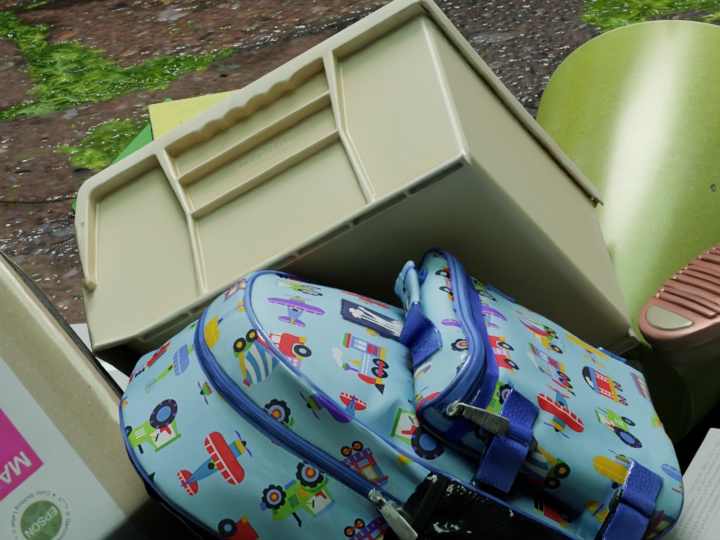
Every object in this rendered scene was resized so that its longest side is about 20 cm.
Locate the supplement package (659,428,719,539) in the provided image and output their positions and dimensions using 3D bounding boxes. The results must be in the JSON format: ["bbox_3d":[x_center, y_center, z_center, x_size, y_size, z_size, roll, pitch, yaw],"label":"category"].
[{"bbox_3d":[0.219,0.155,0.815,0.199,0.122,0.120,6,30,26],"label":"supplement package"}]

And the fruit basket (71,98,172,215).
[{"bbox_3d":[-0.045,-0.022,1.232,0.214,0.156,0.216,-19,32,12],"label":"fruit basket"}]

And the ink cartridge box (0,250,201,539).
[{"bbox_3d":[-0.189,0.109,0.900,0.200,0.075,0.165,-42,66,-4],"label":"ink cartridge box"}]

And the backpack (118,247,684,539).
[{"bbox_3d":[0.010,0.067,0.826,0.199,0.135,0.183,31,16,-7],"label":"backpack"}]

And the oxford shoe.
[{"bbox_3d":[0.225,0.016,1.004,0.199,0.074,0.071,-20,25,-22],"label":"oxford shoe"}]

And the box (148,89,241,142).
[{"bbox_3d":[-0.062,0.006,1.097,0.075,0.201,0.050,-11,27,-5],"label":"box"}]

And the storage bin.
[{"bbox_3d":[0.000,0.000,0.957,0.198,0.200,0.094,-27,55,17],"label":"storage bin"}]

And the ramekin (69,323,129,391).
[{"bbox_3d":[-0.150,0.108,1.031,0.199,0.098,0.201,-6,26,3],"label":"ramekin"}]

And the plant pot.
[{"bbox_3d":[0.159,-0.001,1.112,0.186,0.188,0.201,4,43,22],"label":"plant pot"}]
